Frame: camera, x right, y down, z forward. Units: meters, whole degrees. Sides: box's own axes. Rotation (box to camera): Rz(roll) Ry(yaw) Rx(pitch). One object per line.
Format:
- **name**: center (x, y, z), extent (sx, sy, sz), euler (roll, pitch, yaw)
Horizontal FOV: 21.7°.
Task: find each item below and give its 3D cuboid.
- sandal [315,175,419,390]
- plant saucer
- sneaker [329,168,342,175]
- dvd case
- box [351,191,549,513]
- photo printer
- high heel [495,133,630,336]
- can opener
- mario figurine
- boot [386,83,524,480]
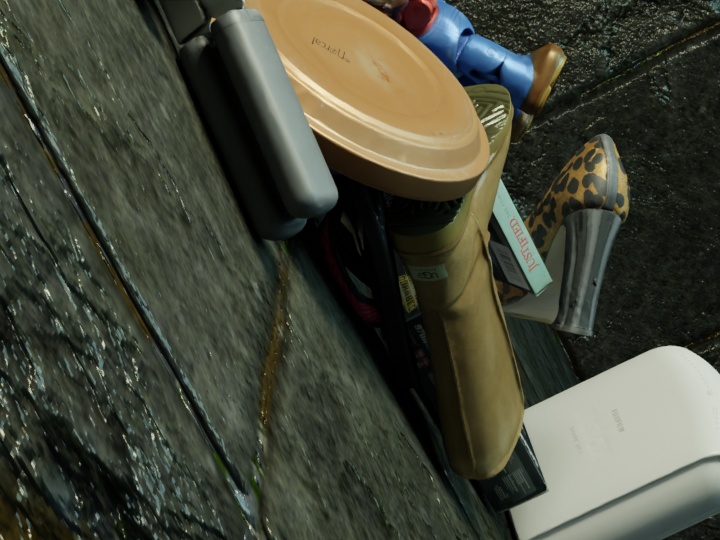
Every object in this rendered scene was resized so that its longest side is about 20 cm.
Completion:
- **sandal**: center (0.000, 0.000, 1.173), extent (0.075, 0.045, 0.201), euler (-96, 175, -50)
- **plant saucer**: center (-0.007, -0.118, 1.115), extent (0.199, 0.032, 0.201), euler (26, 27, -15)
- **sneaker**: center (-0.002, -0.092, 1.244), extent (0.078, 0.066, 0.200), euler (32, 10, -4)
- **dvd case**: center (0.051, -0.065, 1.379), extent (0.200, 0.022, 0.147), euler (28, -28, 58)
- **box**: center (0.065, 0.056, 1.379), extent (0.201, 0.046, 0.159), euler (59, 8, -34)
- **photo printer**: center (0.208, 0.148, 1.486), extent (0.070, 0.199, 0.167), euler (59, 10, -30)
- **high heel**: center (0.138, -0.033, 1.408), extent (0.200, 0.071, 0.144), euler (-164, -95, -68)
- **can opener**: center (-0.081, -0.111, 0.979), extent (0.067, 0.053, 0.201), euler (-12, 75, -49)
- **mario figurine**: center (0.048, -0.180, 1.309), extent (0.199, 0.124, 0.106), euler (29, 25, -5)
- **boot**: center (0.072, 0.005, 1.230), extent (0.176, 0.066, 0.201), euler (-62, 146, -43)
